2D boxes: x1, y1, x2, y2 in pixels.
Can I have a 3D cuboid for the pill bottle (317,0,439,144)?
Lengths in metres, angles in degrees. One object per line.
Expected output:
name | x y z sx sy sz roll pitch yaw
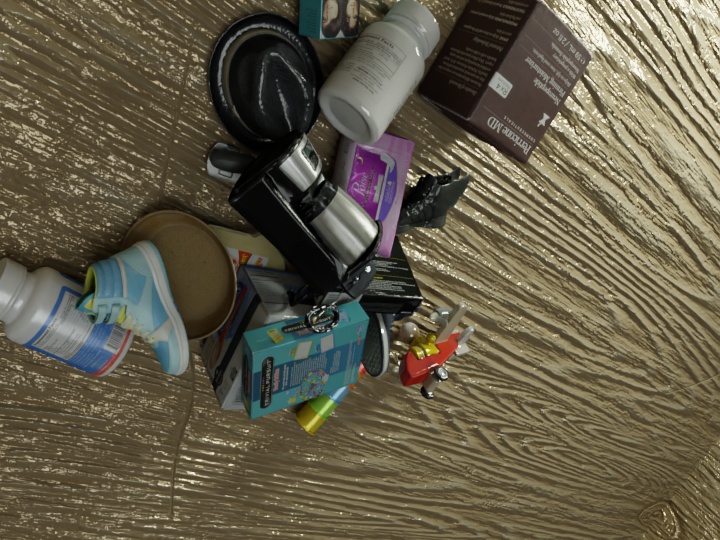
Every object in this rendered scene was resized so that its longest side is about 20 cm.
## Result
pill bottle | 0.033 -0.302 0.929 0.202 0.113 0.115 -55 131 -15

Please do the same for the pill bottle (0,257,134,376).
pill bottle | -0.437 0.066 0.892 0.113 0.112 0.199 -49 128 5

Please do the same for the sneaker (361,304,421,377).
sneaker | 0.059 0.100 1.156 0.144 0.207 0.076 13 148 -39

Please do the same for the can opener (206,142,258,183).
can opener | -0.146 -0.142 0.967 0.196 0.067 0.054 17 109 -28

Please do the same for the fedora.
fedora | -0.123 -0.260 0.896 0.196 0.092 0.205 -14 123 -23

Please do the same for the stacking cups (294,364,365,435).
stacking cups | -0.044 0.242 1.250 0.200 0.061 0.061 -45 129 0

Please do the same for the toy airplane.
toy airplane | 0.144 0.154 1.278 0.201 0.140 0.199 -50 167 -6

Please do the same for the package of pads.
package of pads | 0.009 -0.130 1.028 0.118 0.075 0.206 10 96 -29

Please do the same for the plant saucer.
plant saucer | -0.275 0.006 0.946 0.194 0.035 0.206 3 107 12

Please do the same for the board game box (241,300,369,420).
board game box | -0.090 0.141 0.983 0.196 0.047 0.154 -14 133 -27

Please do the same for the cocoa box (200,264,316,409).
cocoa box | -0.164 0.114 1.041 0.131 0.132 0.203 8 121 -41

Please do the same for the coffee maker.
coffee maker | -0.094 -0.068 0.892 0.192 0.135 0.200 -43 112 3

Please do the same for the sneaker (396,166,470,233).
sneaker | 0.111 -0.131 1.130 0.195 0.060 0.107 -7 122 -32

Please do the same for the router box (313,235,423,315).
router box | 0.000 0.000 1.078 0.196 0.152 0.051 6 137 -32

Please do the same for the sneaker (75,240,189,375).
sneaker | -0.330 0.071 0.883 0.129 0.079 0.205 -23 98 -42

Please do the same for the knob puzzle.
knob puzzle | -0.211 0.014 1.042 0.215 0.031 0.224 -20 135 -21

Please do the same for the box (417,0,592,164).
box | 0.235 -0.323 1.020 0.164 0.164 0.203 22 105 -36

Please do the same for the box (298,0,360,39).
box | -0.038 -0.434 0.859 0.081 0.049 0.205 -23 128 -42

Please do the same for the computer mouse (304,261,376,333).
computer mouse | -0.025 0.031 0.950 0.034 0.201 0.059 -28 106 39
